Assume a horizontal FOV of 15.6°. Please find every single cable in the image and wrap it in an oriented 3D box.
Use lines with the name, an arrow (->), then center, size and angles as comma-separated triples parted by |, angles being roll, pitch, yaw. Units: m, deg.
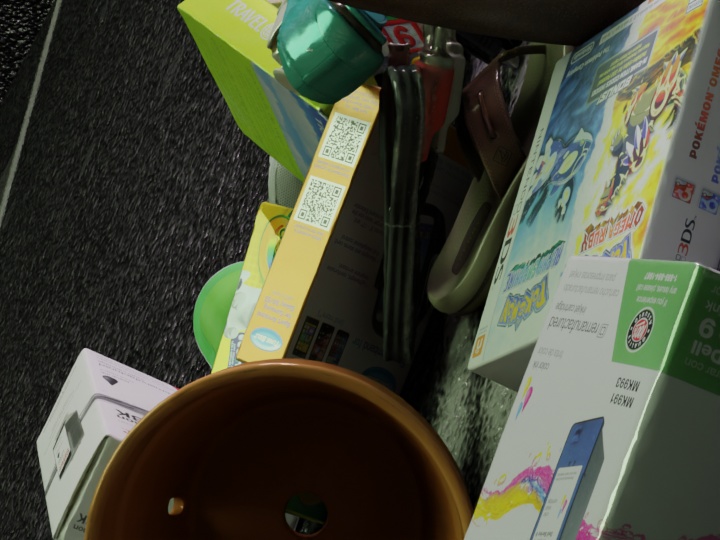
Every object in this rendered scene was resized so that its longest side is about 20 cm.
cable -> 0.036, -0.044, 1.475 | 0.097, 0.050, 0.201 | -92, 1, -83

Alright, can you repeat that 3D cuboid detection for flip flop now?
flip flop -> 0.075, -0.073, 1.495 | 0.201, 0.057, 0.081 | -66, 15, 7

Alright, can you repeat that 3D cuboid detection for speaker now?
speaker -> -0.061, 0.048, 1.761 | 0.089, 0.088, 0.200 | -66, 14, 5

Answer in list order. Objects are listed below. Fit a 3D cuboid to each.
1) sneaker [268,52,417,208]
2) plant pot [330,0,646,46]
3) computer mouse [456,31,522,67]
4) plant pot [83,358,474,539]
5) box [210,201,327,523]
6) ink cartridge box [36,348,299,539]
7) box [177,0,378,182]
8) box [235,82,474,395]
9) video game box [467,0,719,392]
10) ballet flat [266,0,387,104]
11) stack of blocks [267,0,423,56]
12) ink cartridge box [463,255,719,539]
sneaker -> -0.004, -0.092, 1.765 | 0.088, 0.081, 0.201 | -90, 26, -60
plant pot -> 0.080, -0.198, 1.379 | 0.187, 0.199, 0.187 | -58, 18, 32
computer mouse -> 0.084, -0.187, 1.533 | 0.200, 0.138, 0.053 | -31, 29, 49
plant pot -> -0.035, 0.139, 1.361 | 0.140, 0.199, 0.201 | -51, -15, -84
box -> -0.045, 0.071, 1.598 | 0.117, 0.048, 0.201 | 27, -101, -60
ink cartridge box -> -0.131, 0.140, 1.754 | 0.083, 0.146, 0.200 | -63, 16, 8
box -> -0.030, -0.098, 1.646 | 0.048, 0.122, 0.200 | -37, 42, -12
box -> 0.000, 0.000, 1.548 | 0.041, 0.119, 0.201 | 22, 88, 39
video game box -> 0.129, -0.043, 1.289 | 0.200, 0.047, 0.183 | 148, 139, -67
ballet flat -> -0.025, -0.140, 1.521 | 0.070, 0.067, 0.200 | -40, 12, 10
stack of blocks -> 0.021, -0.228, 1.744 | 0.115, 0.059, 0.201 | -6, 44, 36
ink cartridge box -> 0.110, 0.101, 1.063 | 0.145, 0.087, 0.201 | -171, 101, -75
